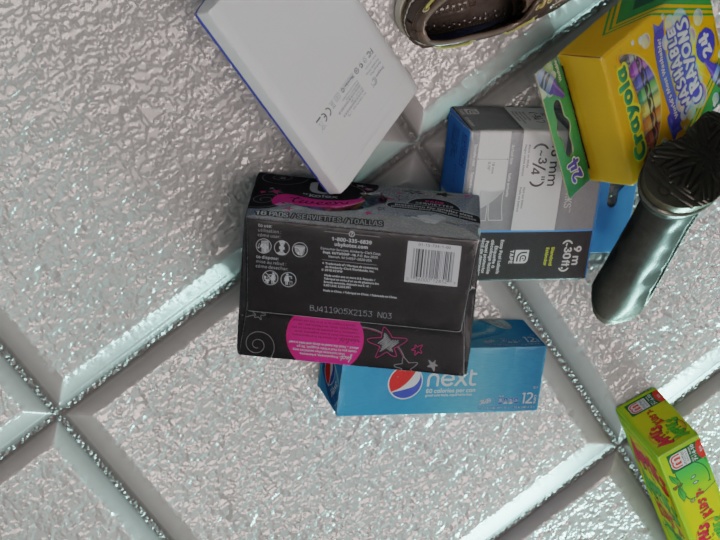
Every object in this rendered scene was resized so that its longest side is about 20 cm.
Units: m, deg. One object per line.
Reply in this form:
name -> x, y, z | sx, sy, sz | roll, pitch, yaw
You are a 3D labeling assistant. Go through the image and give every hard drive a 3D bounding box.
hard drive -> -0.041, -0.182, 1.677 | 0.200, 0.025, 0.132 | 53, 58, -29

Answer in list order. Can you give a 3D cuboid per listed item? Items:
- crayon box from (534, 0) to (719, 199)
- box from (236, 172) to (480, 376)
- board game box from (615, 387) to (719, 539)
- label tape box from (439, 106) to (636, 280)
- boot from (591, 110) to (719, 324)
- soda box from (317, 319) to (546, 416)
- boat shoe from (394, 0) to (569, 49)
crayon box -> 0.241, -0.163, 1.749 | 0.200, 0.051, 0.127 | -40, 125, -34
box -> 0.000, 0.000, 1.725 | 0.198, 0.115, 0.133 | 5, 112, 0
board game box -> 0.319, 0.224, 1.970 | 0.047, 0.102, 0.201 | -27, 119, -4
label tape box -> 0.172, -0.069, 1.813 | 0.198, 0.063, 0.145 | -1, 114, -18
boot -> 0.252, -0.032, 1.765 | 0.182, 0.073, 0.200 | -32, 162, -50
soda box -> 0.066, 0.088, 1.845 | 0.198, 0.064, 0.068 | 0, 113, -19
boat shoe -> 0.130, -0.240, 1.725 | 0.198, 0.060, 0.072 | -19, 117, -10
